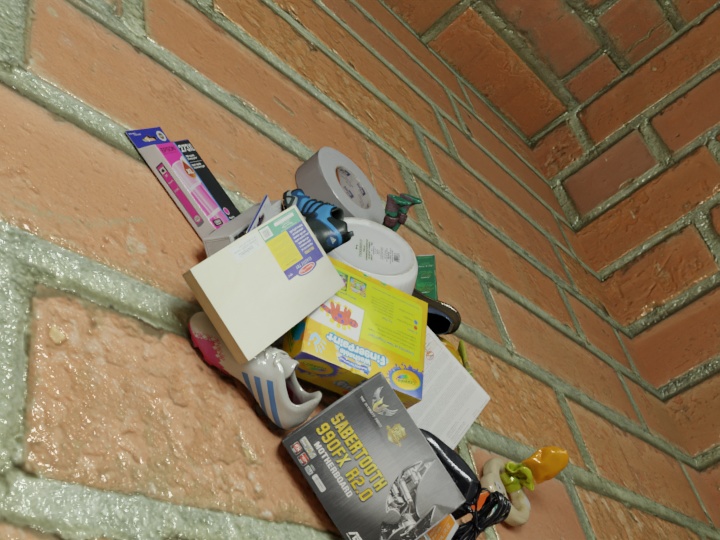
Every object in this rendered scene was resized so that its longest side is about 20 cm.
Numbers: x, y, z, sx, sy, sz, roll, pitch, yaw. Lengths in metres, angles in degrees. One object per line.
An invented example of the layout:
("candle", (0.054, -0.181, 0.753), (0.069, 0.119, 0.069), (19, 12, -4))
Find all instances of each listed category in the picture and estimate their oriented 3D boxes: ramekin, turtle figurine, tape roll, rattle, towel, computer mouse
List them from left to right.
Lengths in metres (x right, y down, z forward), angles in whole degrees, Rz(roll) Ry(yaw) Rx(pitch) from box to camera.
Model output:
("tape roll", (-0.037, -0.147, 1.554), (0.200, 0.066, 0.201), (42, 26, -26))
("ramekin", (0.000, 0.000, 1.281), (0.199, 0.106, 0.201), (16, 33, -10))
("turtle figurine", (0.055, -0.045, 1.481), (0.100, 0.201, 0.150), (18, 16, 5))
("computer mouse", (0.122, 0.320, 1.178), (0.200, 0.139, 0.053), (47, 19, 16))
("towel", (0.190, 0.197, 1.449), (0.018, 0.087, 0.200), (12, 12, 1))
("rattle", (0.279, 0.378, 1.358), (0.200, 0.142, 0.131), (23, 56, -58))

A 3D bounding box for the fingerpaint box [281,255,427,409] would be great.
("fingerpaint box", (-0.006, 0.093, 1.120), (0.199, 0.073, 0.168), (25, 51, -24))

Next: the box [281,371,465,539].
("box", (0.016, 0.259, 1.007), (0.201, 0.158, 0.048), (57, -11, 5))

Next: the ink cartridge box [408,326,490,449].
("ink cartridge box", (0.097, 0.198, 1.255), (0.200, 0.050, 0.161), (47, 68, -12))

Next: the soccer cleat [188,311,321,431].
("soccer cleat", (-0.131, 0.116, 1.005), (0.200, 0.086, 0.070), (48, 24, -9))

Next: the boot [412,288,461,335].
("boot", (0.080, 0.066, 1.363), (0.198, 0.075, 0.097), (14, 4, 7))

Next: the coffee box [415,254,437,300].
("coffee box", (0.131, 0.074, 1.522), (0.201, 0.044, 0.124), (-84, 170, -57))

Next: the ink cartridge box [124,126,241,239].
("ink cartridge box", (-0.262, -0.141, 1.174), (0.200, 0.037, 0.095), (52, 23, 1))

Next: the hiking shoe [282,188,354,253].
("hiking shoe", (-0.068, -0.075, 1.209), (0.200, 0.086, 0.075), (-115, -169, -57))

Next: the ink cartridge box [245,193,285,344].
("ink cartridge box", (-0.128, 0.000, 1.115), (0.100, 0.039, 0.201), (-71, 149, -51))

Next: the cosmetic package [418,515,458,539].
("cosmetic package", (0.044, 0.310, 1.091), (0.201, 0.071, 0.101), (55, 24, 5))

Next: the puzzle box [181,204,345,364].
("puzzle box", (-0.118, 0.013, 1.004), (0.200, 0.025, 0.134), (-37, 97, -43))

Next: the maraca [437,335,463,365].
("maraca", (0.111, 0.188, 1.339), (0.137, 0.107, 0.200), (49, 42, -5))

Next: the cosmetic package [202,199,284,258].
("cosmetic package", (-0.163, -0.041, 1.167), (0.200, 0.050, 0.083), (-53, 134, -65))
